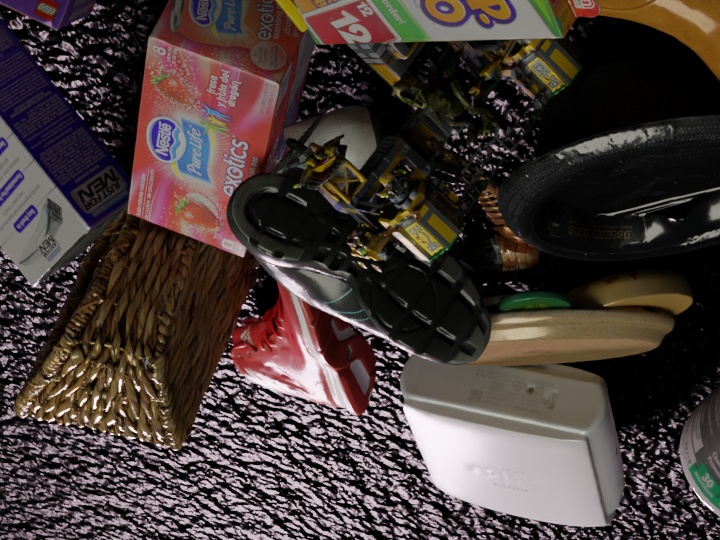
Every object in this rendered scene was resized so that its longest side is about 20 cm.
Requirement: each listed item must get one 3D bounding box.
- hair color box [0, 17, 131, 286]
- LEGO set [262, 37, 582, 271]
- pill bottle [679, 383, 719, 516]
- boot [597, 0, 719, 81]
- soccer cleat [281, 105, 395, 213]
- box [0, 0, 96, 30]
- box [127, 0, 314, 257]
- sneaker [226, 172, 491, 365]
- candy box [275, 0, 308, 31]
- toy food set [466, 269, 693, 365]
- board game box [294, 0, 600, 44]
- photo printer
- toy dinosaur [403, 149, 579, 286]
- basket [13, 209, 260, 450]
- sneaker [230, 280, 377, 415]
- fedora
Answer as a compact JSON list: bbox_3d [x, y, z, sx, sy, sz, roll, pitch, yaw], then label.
[{"bbox_3d":[-0.265,-0.099,1.445,0.200,0.065,0.109,53,140,0],"label":"hair color box"},{"bbox_3d":[0.031,-0.110,1.230,0.116,0.200,0.154,41,176,-23],"label":"LEGO set"},{"bbox_3d":[0.321,0.098,1.398,0.113,0.113,0.200,25,143,-4],"label":"pill bottle"},{"bbox_3d":[0.146,-0.171,1.164,0.144,0.071,0.202,-19,117,20],"label":"boot"},{"bbox_3d":[-0.021,-0.051,1.403,0.086,0.070,0.200,-8,147,-5],"label":"soccer cleat"},{"bbox_3d":[-0.273,-0.224,1.294,0.199,0.137,0.039,26,102,-4],"label":"box"},{"bbox_3d":[-0.096,-0.117,1.357,0.094,0.103,0.200,21,145,3],"label":"box"},{"bbox_3d":[0.000,0.000,1.326,0.200,0.076,0.079,33,165,1],"label":"sneaker"},{"bbox_3d":[-0.056,-0.250,1.184,0.102,0.026,0.200,-40,121,2],"label":"candy box"},{"bbox_3d":[0.129,0.036,1.405,0.197,0.049,0.200,-1,172,-10],"label":"toy food set"},{"bbox_3d":[0.038,-0.178,1.141,0.199,0.030,0.096,1,135,34],"label":"board game box"},{"bbox_3d":[0.127,0.140,1.566,0.166,0.070,0.200,11,153,19],"label":"photo printer"},{"bbox_3d":[0.091,-0.038,1.358,0.135,0.102,0.200,13,148,10],"label":"toy dinosaur"},{"bbox_3d":[-0.180,0.013,1.478,0.148,0.201,0.143,11,143,15],"label":"basket"},{"bbox_3d":[-0.066,0.047,1.566,0.115,0.079,0.200,4,138,22],"label":"sneaker"},{"bbox_3d":[0.184,-0.081,1.244,0.200,0.092,0.201,-4,155,-2],"label":"fedora"}]
